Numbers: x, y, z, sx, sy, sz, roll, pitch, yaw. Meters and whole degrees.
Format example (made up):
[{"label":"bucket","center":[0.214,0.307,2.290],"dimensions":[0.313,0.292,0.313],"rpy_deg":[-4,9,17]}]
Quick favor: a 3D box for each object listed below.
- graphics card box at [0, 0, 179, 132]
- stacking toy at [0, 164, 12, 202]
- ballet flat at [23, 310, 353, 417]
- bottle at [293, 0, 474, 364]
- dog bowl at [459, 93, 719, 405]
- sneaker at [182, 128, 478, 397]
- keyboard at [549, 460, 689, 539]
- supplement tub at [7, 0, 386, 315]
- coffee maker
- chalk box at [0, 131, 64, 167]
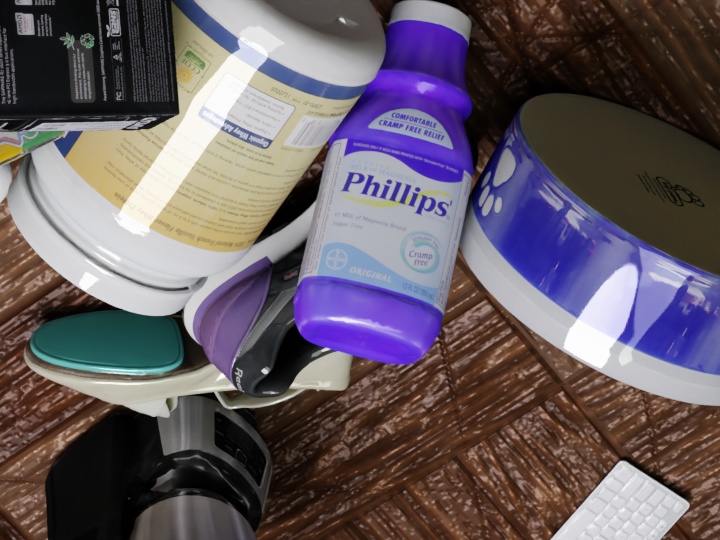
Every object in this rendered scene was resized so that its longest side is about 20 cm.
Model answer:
[{"label":"graphics card box","center":[-0.194,-0.133,1.430],"dimensions":[0.199,0.051,0.126],"rpy_deg":[-4,84,-23]},{"label":"stacking toy","center":[-0.294,-0.050,1.605],"dimensions":[0.199,0.146,0.147],"rpy_deg":[-6,122,-19]},{"label":"ballet flat","center":[-0.099,0.058,1.701],"dimensions":[0.199,0.070,0.070],"rpy_deg":[-6,121,0]},{"label":"bottle","center":[0.020,-0.052,1.577],"dimensions":[0.083,0.201,0.065],"rpy_deg":[15,162,-6]},{"label":"dog bowl","center":[0.159,-0.014,1.595],"dimensions":[0.200,0.200,0.079],"rpy_deg":[21,115,-15]},{"label":"sneaker","center":[0.000,0.000,1.632],"dimensions":[0.200,0.088,0.076],"rpy_deg":[-40,137,-2]},{"label":"keyboard","center":[0.129,0.204,1.832],"dimensions":[0.056,0.011,0.200],"rpy_deg":[30,114,-19]},{"label":"supplement tub","center":[-0.094,-0.088,1.568],"dimensions":[0.144,0.145,0.200],"rpy_deg":[29,115,-19]},{"label":"coffee maker","center":[-0.138,0.185,1.694],"dimensions":[0.191,0.200,0.135],"rpy_deg":[-17,118,4]},{"label":"chalk box","center":[-0.252,-0.094,1.516],"dimensions":[0.124,0.200,0.124],"rpy_deg":[-21,97,50]}]
